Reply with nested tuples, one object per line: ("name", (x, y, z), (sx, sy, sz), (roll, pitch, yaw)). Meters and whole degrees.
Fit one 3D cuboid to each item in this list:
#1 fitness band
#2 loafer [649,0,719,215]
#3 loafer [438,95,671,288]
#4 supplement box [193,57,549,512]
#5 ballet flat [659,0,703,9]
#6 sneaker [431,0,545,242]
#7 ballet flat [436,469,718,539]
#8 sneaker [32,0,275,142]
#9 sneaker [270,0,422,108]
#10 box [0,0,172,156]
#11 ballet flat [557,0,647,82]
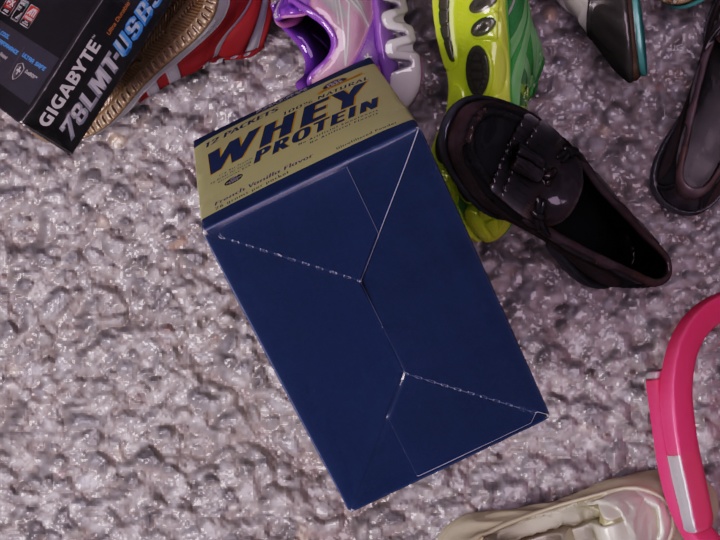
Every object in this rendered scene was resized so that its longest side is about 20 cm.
("fitness band", (0.268, 0.110, 1.016), (0.143, 0.037, 0.200), (-8, 87, -17))
("loafer", (0.259, -0.131, 1.030), (0.072, 0.063, 0.200), (24, 89, 4))
("loafer", (0.132, -0.048, 0.971), (0.200, 0.063, 0.072), (36, 78, -39))
("supplement box", (0.000, 0.000, 0.942), (0.134, 0.200, 0.200), (-25, 110, 1))
("ballet flat", (0.270, -0.262, 1.029), (0.200, 0.065, 0.071), (-42, 44, -5))
("sneaker", (0.095, -0.116, 1.029), (0.074, 0.084, 0.200), (14, 110, 40))
("ballet flat", (0.148, 0.182, 1.022), (0.200, 0.069, 0.070), (-15, 87, 2))
("sneaker", (-0.142, -0.154, 1.059), (0.200, 0.112, 0.071), (-29, 88, 32))
("sneaker", (-0.021, -0.201, 1.029), (0.088, 0.080, 0.200), (-10, 87, -18))
("box", (-0.189, -0.195, 1.003), (0.050, 0.200, 0.199), (32, 92, -39))
("ballet flat", (0.162, -0.223, 1.043), (0.068, 0.068, 0.200), (-1, 77, 13))
